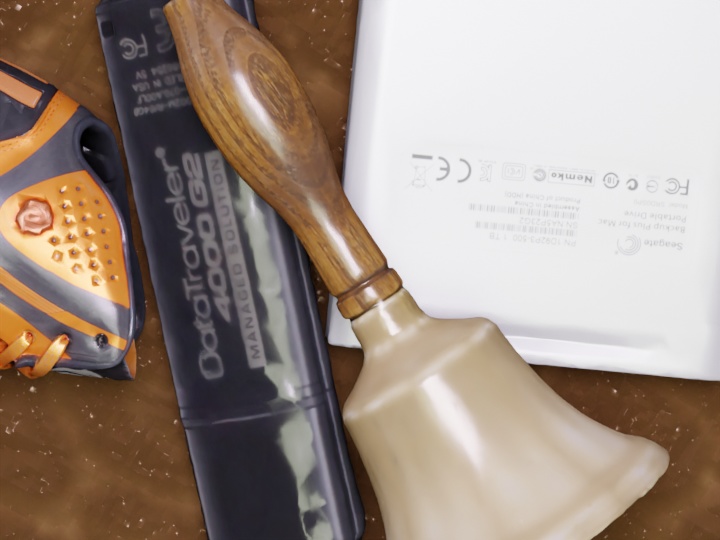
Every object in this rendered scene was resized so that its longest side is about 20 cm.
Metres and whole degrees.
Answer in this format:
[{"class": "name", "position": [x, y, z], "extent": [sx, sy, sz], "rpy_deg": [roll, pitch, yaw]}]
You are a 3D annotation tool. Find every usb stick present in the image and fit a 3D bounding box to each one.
[{"class": "usb stick", "position": [-0.042, 0.001, 0.947], "extent": [0.055, 0.033, 0.201], "rpy_deg": [-9, 97, 22]}]

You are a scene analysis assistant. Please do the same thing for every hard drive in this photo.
[{"class": "hard drive", "position": [0.064, -0.070, 0.951], "extent": [0.131, 0.026, 0.201], "rpy_deg": [5, 96, -4]}]

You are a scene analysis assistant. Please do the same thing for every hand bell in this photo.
[{"class": "hand bell", "position": [0.000, 0.000, 0.905], "extent": [0.104, 0.104, 0.201], "rpy_deg": [-31, 94, 0]}]

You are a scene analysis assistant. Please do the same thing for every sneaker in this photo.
[{"class": "sneaker", "position": [-0.130, 0.034, 0.925], "extent": [0.112, 0.078, 0.201], "rpy_deg": [19, 95, -4]}]
